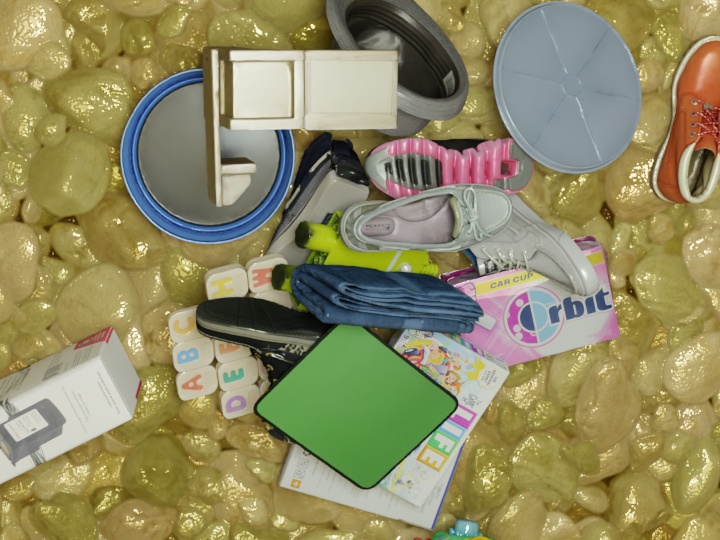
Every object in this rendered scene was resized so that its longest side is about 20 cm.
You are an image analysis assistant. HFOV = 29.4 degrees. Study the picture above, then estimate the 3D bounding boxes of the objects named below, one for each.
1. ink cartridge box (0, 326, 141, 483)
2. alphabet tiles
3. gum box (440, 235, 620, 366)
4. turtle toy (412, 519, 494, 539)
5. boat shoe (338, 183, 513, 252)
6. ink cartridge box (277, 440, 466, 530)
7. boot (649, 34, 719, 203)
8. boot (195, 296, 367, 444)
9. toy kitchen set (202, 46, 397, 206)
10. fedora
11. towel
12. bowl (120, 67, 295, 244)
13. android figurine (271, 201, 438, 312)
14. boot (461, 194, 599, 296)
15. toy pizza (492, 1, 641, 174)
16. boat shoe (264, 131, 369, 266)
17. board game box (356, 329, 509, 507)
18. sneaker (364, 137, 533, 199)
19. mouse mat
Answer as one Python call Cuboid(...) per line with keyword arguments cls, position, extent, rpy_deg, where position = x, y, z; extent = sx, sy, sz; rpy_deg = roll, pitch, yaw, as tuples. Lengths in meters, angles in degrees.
Cuboid(cls="ink cartridge box", position=(-0.360, 0.157, 1.566), extent=(0.199, 0.145, 0.085), rpy_deg=(-26, 102, 1))
Cuboid(cls="alphabet tiles", position=(-0.124, 0.078, 1.594), extent=(0.194, 0.015, 0.201), rpy_deg=(-14, 122, -18))
Cuboid(cls="gum box", position=(0.206, 0.040, 1.629), extent=(0.198, 0.066, 0.114), rpy_deg=(-15, 103, -2))
Cuboid(cls="turtle toy", position=(0.094, 0.375, 1.666), extent=(0.199, 0.101, 0.146), rpy_deg=(-23, 131, -1))
Cuboid(cls="boat shoe", position=(0.079, -0.054, 1.492), extent=(0.200, 0.065, 0.075), rpy_deg=(-5, 96, -18))
Cuboid(cls="ink cartridge box", position=(0.024, 0.194, 1.653), extent=(0.199, 0.047, 0.199), rpy_deg=(17, 103, -11))
Cuboid(cls="boot", position=(0.399, -0.172, 1.585), extent=(0.074, 0.107, 0.202), rpy_deg=(12, 98, -5))
Cuboid(cls="boot", position=(-0.099, 0.117, 1.547), extent=(0.202, 0.074, 0.155), rpy_deg=(10, 117, -15))
Cuboid(cls="toy kitchen set", position=(-0.073, -0.155, 1.468), extent=(0.179, 0.200, 0.165), rpy_deg=(-2, 101, -14))
Cuboid(cls="fedora", position=(0.027, -0.226, 1.536), extent=(0.200, 0.177, 0.090), rpy_deg=(49, 130, 10))
Cuboid(cls="towel", position=(0.028, 0.027, 1.508), extent=(0.199, 0.112, 0.049), rpy_deg=(5, 106, -32))
Cuboid(cls="bowl", position=(-0.175, -0.132, 1.578), extent=(0.199, 0.039, 0.202), rpy_deg=(-1, 101, -5))
Cuboid(cls="android figurine", position=(0.000, 0.000, 1.575), extent=(0.199, 0.041, 0.183), rpy_deg=(13, 120, -36))
Cuboid(cls="boot", position=(0.178, -0.014, 1.553), extent=(0.095, 0.200, 0.074), rpy_deg=(-30, 130, -13))
Cuboid(cls="toy pizza", position=(0.235, -0.209, 1.576), extent=(0.199, 0.032, 0.202), rpy_deg=(3, 82, -24))
Cuboid(cls="boat shoe", position=(-0.058, -0.068, 1.591), extent=(0.074, 0.093, 0.200), rpy_deg=(19, 127, -30))
Cuboid(cls="board game box", position=(0.064, 0.162, 1.600), extent=(0.134, 0.034, 0.201), rpy_deg=(28, 105, -11))
Cuboid(cls="sneaker", position=(0.094, -0.121, 1.571), extent=(0.198, 0.095, 0.080), rpy_deg=(-1, 106, -19))
Cuboid(cls="mouse mat", position=(-0.003, 0.153, 1.547), extent=(0.161, 0.008, 0.200), rpy_deg=(-44, 119, 12))
